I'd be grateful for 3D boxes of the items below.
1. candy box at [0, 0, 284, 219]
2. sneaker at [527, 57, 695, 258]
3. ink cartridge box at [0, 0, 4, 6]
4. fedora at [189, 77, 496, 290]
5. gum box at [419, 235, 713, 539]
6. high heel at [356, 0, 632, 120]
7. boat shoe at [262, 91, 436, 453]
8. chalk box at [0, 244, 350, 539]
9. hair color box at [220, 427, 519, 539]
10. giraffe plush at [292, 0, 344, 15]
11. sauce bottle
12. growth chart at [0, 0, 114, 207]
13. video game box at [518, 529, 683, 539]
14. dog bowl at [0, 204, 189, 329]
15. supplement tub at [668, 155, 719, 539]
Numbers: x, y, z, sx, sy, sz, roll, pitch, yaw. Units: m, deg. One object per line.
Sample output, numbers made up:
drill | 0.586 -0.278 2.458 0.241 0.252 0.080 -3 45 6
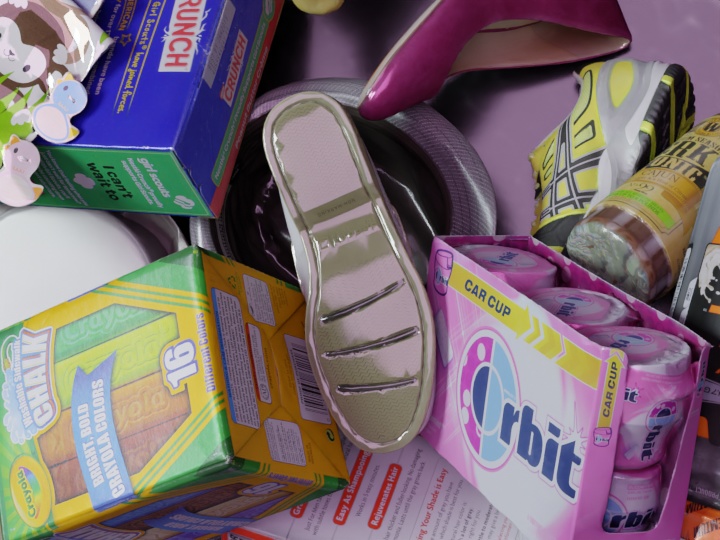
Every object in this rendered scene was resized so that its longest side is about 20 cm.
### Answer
candy box | -0.162 -0.127 0.995 0.198 0.077 0.170 4 62 24
sneaker | 0.135 -0.038 0.993 0.076 0.075 0.201 17 70 34
ink cartridge box | -0.248 -0.202 1.002 0.173 0.044 0.200 36 77 33
fedora | -0.006 -0.023 1.004 0.199 0.090 0.178 22 87 18
gum box | 0.099 0.064 0.846 0.066 0.200 0.115 -1 107 -23
high heel | 0.083 -0.125 0.973 0.096 0.067 0.200 46 51 1
boat shoe | 0.000 0.000 0.915 0.074 0.068 0.202 -13 88 8
chalk box | -0.128 0.087 0.916 0.199 0.124 0.125 -23 67 23
hair color box | 0.026 0.155 0.981 0.198 0.061 0.102 17 52 9
giraffe plush | -0.001 -0.236 0.951 0.162 0.200 0.173 -35 84 -10
sauce bottle | 0.202 -0.051 0.949 0.200 0.065 0.065 -38 80 -31
growth chart | -0.213 -0.128 0.920 0.144 0.018 0.201 27 80 0
video game box | 0.181 0.125 0.934 0.180 0.047 0.201 -2 50 8
dog bowl | -0.190 0.028 1.045 0.198 0.059 0.202 -1 86 9
supplement tub | 0.215 0.048 0.844 0.121 0.123 0.202 15 86 9
